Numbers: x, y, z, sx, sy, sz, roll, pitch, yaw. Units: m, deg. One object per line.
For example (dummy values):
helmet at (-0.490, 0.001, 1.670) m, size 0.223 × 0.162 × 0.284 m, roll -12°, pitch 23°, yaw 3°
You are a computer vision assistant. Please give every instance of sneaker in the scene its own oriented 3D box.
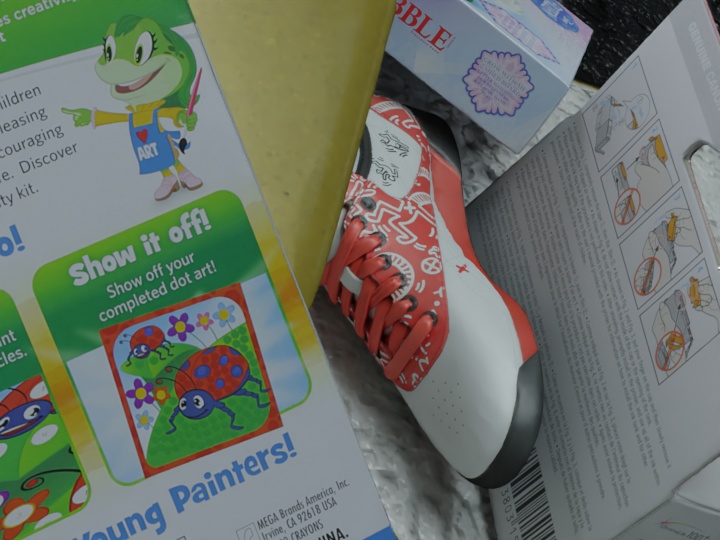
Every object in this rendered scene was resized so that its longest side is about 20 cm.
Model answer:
sneaker at (-0.001, 0.000, 0.788) m, size 0.108 × 0.067 × 0.201 m, roll 13°, pitch 42°, yaw -29°

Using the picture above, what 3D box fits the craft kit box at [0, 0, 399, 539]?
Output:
craft kit box at (-0.112, 0.026, 0.470) m, size 0.200 × 0.049 × 0.198 m, roll -24°, pitch 103°, yaw -22°

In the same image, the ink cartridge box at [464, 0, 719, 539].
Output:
ink cartridge box at (0.113, 0.015, 0.775) m, size 0.045 × 0.176 × 0.200 m, roll 22°, pitch 41°, yaw -32°

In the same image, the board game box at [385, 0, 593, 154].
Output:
board game box at (0.017, -0.147, 0.912) m, size 0.199 × 0.041 × 0.200 m, roll 38°, pitch 17°, yaw -2°

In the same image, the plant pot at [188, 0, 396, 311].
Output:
plant pot at (-0.127, 0.004, 0.588) m, size 0.194 × 0.195 × 0.200 m, roll 21°, pitch 58°, yaw -23°
